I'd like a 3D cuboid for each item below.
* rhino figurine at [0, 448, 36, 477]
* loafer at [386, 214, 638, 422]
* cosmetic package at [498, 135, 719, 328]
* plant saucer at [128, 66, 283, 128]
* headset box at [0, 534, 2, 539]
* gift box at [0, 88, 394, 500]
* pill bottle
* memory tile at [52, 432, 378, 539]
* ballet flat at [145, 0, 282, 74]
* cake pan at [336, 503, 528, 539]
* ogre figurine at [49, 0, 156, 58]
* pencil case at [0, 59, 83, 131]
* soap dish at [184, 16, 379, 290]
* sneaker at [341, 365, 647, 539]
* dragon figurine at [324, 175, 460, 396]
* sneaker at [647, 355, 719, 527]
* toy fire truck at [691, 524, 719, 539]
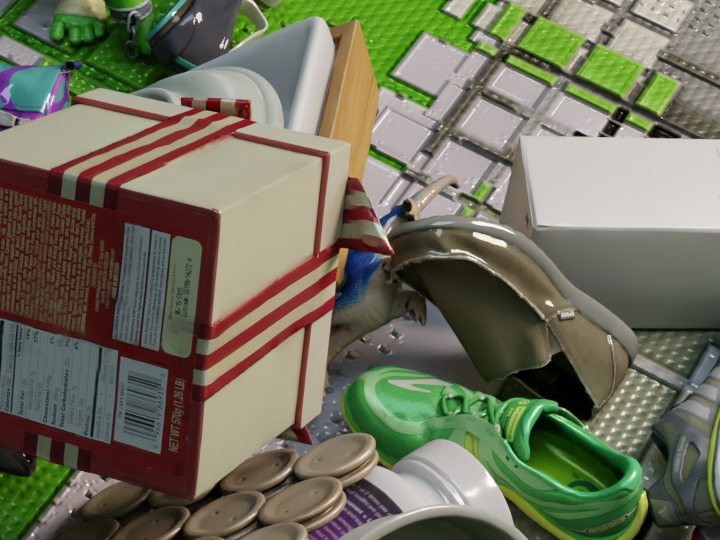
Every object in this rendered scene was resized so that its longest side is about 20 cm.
[{"bbox_3d":[-0.274,0.105,1.284,0.199,0.060,0.088,-9,56,-17],"label":"rhino figurine"},{"bbox_3d":[0.095,0.032,1.345,0.199,0.075,0.070,31,59,-28],"label":"loafer"},{"bbox_3d":[0.196,-0.023,1.427,0.198,0.108,0.085,2,51,-8],"label":"cosmetic package"},{"bbox_3d":[-0.139,-0.057,1.349,0.199,0.050,0.201,-27,39,25],"label":"plant saucer"},{"bbox_3d":[-0.292,0.160,1.158,0.199,0.093,0.175,-19,71,-3],"label":"headset box"},{"bbox_3d":[-0.099,0.015,1.176,0.199,0.186,0.187,18,21,17],"label":"gift box"},{"bbox_3d":[-0.011,0.179,1.229,0.199,0.112,0.111,-31,62,-28],"label":"pill bottle"},{"bbox_3d":[-0.095,0.146,1.214,0.199,0.017,0.153,-13,19,27],"label":"memory tile"},{"bbox_3d":[-0.090,-0.201,1.559,0.073,0.073,0.200,19,45,7],"label":"ballet flat"},{"bbox_3d":[0.024,0.220,1.169,0.200,0.201,0.037,-31,26,-29],"label":"cake pan"},{"bbox_3d":[-0.215,-0.247,1.536,0.098,0.120,0.200,-18,55,-21],"label":"ogre figurine"},{"bbox_3d":[-0.287,-0.111,1.435,0.199,0.092,0.086,9,92,0],"label":"pencil case"},{"bbox_3d":[-0.069,-0.056,1.391,0.157,0.081,0.201,-19,41,32],"label":"soap dish"},{"bbox_3d":[0.086,0.099,1.326,0.199,0.084,0.074,22,52,10],"label":"sneaker"},{"bbox_3d":[0.000,0.000,1.394,0.099,0.059,0.201,-15,37,32],"label":"dragon figurine"},{"bbox_3d":[0.225,0.088,1.362,0.081,0.074,0.200,-17,24,28],"label":"sneaker"},{"bbox_3d":[0.318,0.176,1.294,0.199,0.113,0.168,-16,34,-17],"label":"toy fire truck"}]
